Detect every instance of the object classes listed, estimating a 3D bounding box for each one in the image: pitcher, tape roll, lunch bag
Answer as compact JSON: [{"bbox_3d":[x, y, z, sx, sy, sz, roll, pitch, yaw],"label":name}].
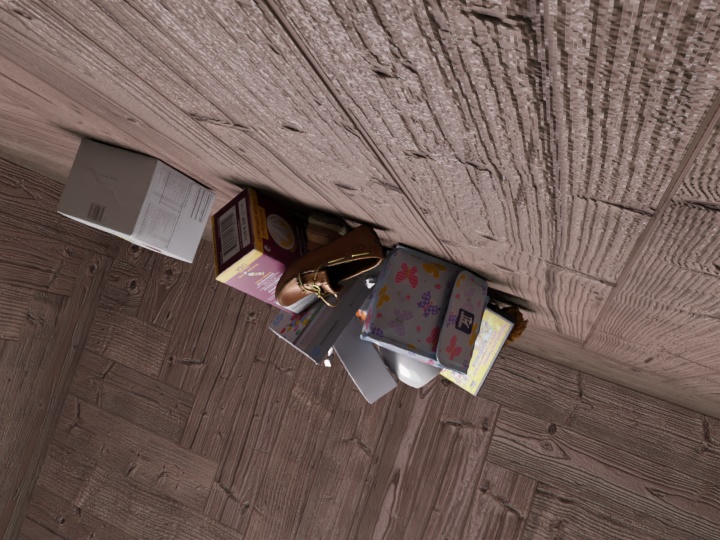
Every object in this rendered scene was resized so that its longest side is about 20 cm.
[{"bbox_3d":[0.088,0.107,1.345,0.202,0.121,0.171,53,-147,2],"label":"pitcher"},{"bbox_3d":[-0.007,0.150,1.345,0.203,0.065,0.200,59,179,2],"label":"tape roll"},{"bbox_3d":[0.119,0.069,1.214,0.196,0.174,0.127,22,171,-9],"label":"lunch bag"}]

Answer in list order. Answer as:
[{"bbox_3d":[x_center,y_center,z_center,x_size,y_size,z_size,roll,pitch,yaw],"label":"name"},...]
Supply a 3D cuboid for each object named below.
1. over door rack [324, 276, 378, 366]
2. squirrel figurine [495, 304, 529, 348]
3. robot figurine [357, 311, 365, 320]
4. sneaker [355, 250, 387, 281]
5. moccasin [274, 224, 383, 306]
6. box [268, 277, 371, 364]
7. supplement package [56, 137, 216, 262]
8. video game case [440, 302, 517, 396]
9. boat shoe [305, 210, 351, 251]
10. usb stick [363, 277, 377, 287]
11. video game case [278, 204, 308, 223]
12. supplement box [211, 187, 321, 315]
[{"bbox_3d":[-0.012,0.102,1.479,0.143,0.206,0.067,0,-159,16],"label":"over door rack"},{"bbox_3d":[0.253,0.121,1.498,0.197,0.145,0.185,19,-177,35],"label":"squirrel figurine"},{"bbox_3d":[-0.001,0.038,1.611,0.197,0.119,0.143,32,-166,16],"label":"robot figurine"},{"bbox_3d":[0.000,0.000,1.362,0.074,0.102,0.198,25,172,-38],"label":"sneaker"},{"bbox_3d":[-0.051,0.007,1.115,0.198,0.079,0.074,-25,147,14],"label":"moccasin"},{"bbox_3d":[-0.078,0.072,1.273,0.041,0.157,0.199,41,170,-24],"label":"box"},{"bbox_3d":[-0.420,-0.129,1.339,0.187,0.151,0.200,17,174,23],"label":"supplement package"},{"bbox_3d":[0.192,0.128,1.391,0.178,0.203,0.025,31,-144,15],"label":"video game case"},{"bbox_3d":[-0.047,-0.042,1.216,0.074,0.076,0.199,17,174,23],"label":"boat shoe"},{"bbox_3d":[0.037,0.053,1.500,0.054,0.204,0.033,-6,-146,11],"label":"usb stick"},{"bbox_3d":[-0.141,-0.053,1.312,0.197,0.018,0.142,23,132,-39],"label":"video game case"},{"bbox_3d":[-0.149,-0.028,1.208,0.102,0.134,0.198,-31,143,26],"label":"supplement box"}]
